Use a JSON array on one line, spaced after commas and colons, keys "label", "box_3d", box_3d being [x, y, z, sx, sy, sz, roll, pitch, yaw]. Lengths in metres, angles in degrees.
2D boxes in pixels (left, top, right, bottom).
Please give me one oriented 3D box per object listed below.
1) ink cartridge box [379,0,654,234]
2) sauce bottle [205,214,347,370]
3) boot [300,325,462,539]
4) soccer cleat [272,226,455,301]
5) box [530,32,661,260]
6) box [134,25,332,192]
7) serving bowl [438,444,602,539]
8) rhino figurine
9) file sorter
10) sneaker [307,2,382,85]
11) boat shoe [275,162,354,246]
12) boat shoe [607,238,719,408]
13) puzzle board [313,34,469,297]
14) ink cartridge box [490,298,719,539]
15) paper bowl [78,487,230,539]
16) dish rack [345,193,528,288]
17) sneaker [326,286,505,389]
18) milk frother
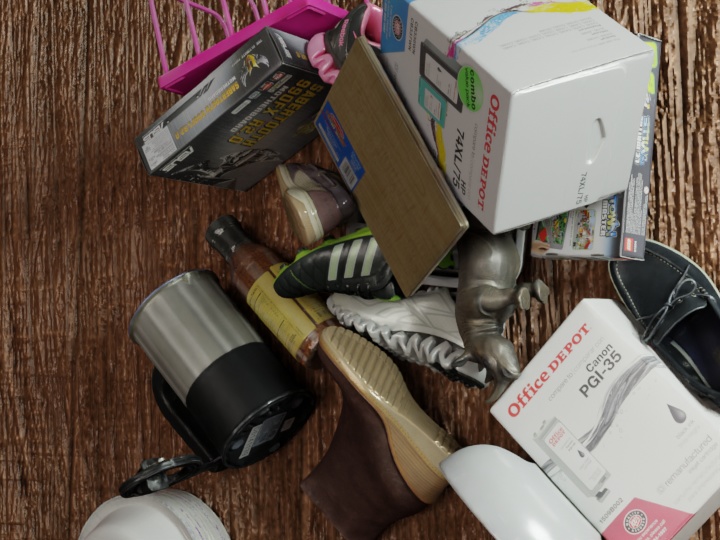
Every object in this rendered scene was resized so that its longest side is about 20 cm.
[{"label": "ink cartridge box", "box_3d": [0.127, -0.159, 1.152, 0.200, 0.146, 0.147, 49, 148, 41]}, {"label": "sauce bottle", "box_3d": [-0.092, 0.018, 1.417, 0.200, 0.066, 0.066, 49, 113, 27]}, {"label": "boot", "box_3d": [-0.011, 0.171, 1.326, 0.200, 0.072, 0.166, 47, 119, 0]}, {"label": "soccer cleat", "box_3d": [0.000, 0.000, 1.306, 0.200, 0.068, 0.081, -23, 78, 27]}, {"label": "box", "box_3d": [0.213, -0.109, 1.217, 0.110, 0.035, 0.200, 3, 87, 50]}, {"label": "box", "box_3d": [-0.110, -0.160, 1.380, 0.200, 0.158, 0.048, -34, 68, 26]}, {"label": "serving bowl", "box_3d": [0.159, 0.224, 1.177, 0.066, 0.200, 0.200, -43, 65, 0]}, {"label": "rhino figurine", "box_3d": [0.123, 0.022, 1.222, 0.087, 0.060, 0.200, -3, 80, 39]}, {"label": "file sorter", "box_3d": [-0.104, -0.271, 1.395, 0.200, 0.139, 0.126, -23, 73, 30]}, {"label": "sneaker", "box_3d": [0.032, -0.173, 1.280, 0.095, 0.079, 0.200, -41, 73, 25]}, {"label": "boat shoe", "box_3d": [-0.045, -0.072, 1.345, 0.065, 0.200, 0.072, -17, 103, -4]}, {"label": "boat shoe", "box_3d": [0.282, 0.042, 1.163, 0.075, 0.062, 0.200, -45, 55, 18]}, {"label": "puzzle board", "box_3d": [0.026, -0.092, 1.211, 0.200, 0.017, 0.151, 63, 154, 15]}, {"label": "ink cartridge box", "box_3d": [0.235, 0.142, 1.185, 0.200, 0.083, 0.147, 47, 112, 26]}, {"label": "paper bowl", "box_3d": [-0.241, 0.346, 1.475, 0.200, 0.104, 0.201, -1, 88, 32]}, {"label": "dish rack", "box_3d": [0.083, -0.069, 1.318, 0.200, 0.044, 0.172, 6, 90, 33]}, {"label": "sneaker", "box_3d": [0.056, 0.051, 1.322, 0.200, 0.075, 0.081, 20, 80, 34]}, {"label": "milk frother", "box_3d": [-0.189, 0.127, 1.396, 0.188, 0.200, 0.181, 48, 116, 26]}]
